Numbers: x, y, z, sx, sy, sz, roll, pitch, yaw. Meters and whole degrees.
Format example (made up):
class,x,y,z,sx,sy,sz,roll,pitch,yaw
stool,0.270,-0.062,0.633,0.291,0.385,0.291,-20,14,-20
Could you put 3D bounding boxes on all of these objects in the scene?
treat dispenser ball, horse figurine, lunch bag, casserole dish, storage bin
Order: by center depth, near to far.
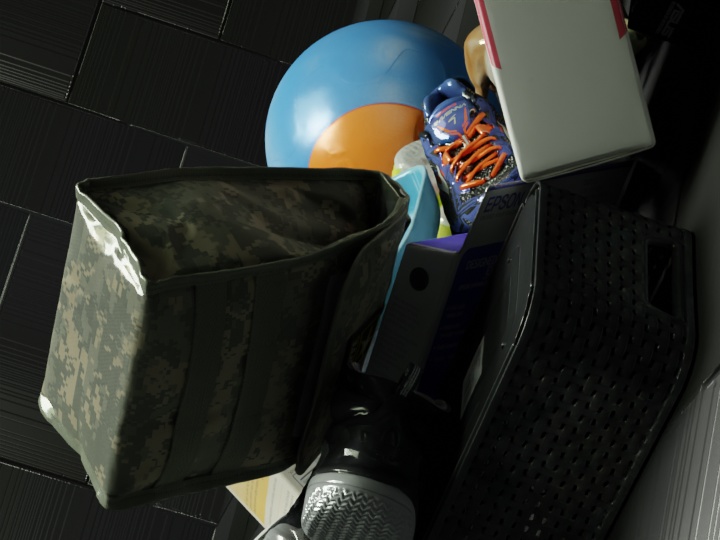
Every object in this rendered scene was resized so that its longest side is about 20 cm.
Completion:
class,x,y,z,sx,sy,sz,roll,pitch,yaw
storage bin,0.104,0.069,1.369,0.135,0.094,0.200,-82,12,-54
lunch bag,-0.065,0.031,1.406,0.118,0.200,0.164,50,137,40
casserole dish,0.000,0.000,1.583,0.121,0.039,0.200,-34,14,19
horse figurine,0.115,-0.126,1.697,0.200,0.050,0.133,-140,32,-62
treat dispenser ball,0.021,-0.108,2.068,0.201,0.200,0.201,-162,90,-84

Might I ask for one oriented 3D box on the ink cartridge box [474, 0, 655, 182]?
class,x,y,z,sx,sy,sz,roll,pitch,yaw
ink cartridge box,0.117,-0.142,1.485,0.200,0.083,0.147,-64,-41,-80

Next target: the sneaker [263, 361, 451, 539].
class,x,y,z,sx,sy,sz,roll,pitch,yaw
sneaker,0.000,0.121,1.401,0.200,0.075,0.114,122,170,-64

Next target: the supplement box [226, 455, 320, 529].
class,x,y,z,sx,sy,sz,roll,pitch,yaw
supplement box,-0.043,0.117,1.613,0.073,0.200,0.126,-40,-15,-19

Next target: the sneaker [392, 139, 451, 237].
class,x,y,z,sx,sy,sz,roll,pitch,yaw
sneaker,0.074,-0.014,1.735,0.200,0.076,0.105,-118,18,-56

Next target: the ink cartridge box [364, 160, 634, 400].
class,x,y,z,sx,sy,sz,roll,pitch,yaw
ink cartridge box,0.078,0.022,1.519,0.198,0.043,0.200,-11,-54,-58

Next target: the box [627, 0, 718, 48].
class,x,y,z,sx,sy,sz,roll,pitch,yaw
box,0.217,-0.260,1.505,0.160,0.043,0.200,115,170,-48

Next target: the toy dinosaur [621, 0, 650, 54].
class,x,y,z,sx,sy,sz,roll,pitch,yaw
toy dinosaur,0.167,-0.164,1.663,0.200,0.047,0.088,126,144,-73

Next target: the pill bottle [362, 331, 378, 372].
class,x,y,z,sx,sy,sz,roll,pitch,yaw
pill bottle,0.027,0.092,1.695,0.200,0.114,0.114,92,-169,-64

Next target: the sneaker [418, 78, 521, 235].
class,x,y,z,sx,sy,sz,roll,pitch,yaw
sneaker,0.071,-0.071,1.613,0.075,0.079,0.200,-33,18,1

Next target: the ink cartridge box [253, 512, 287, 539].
class,x,y,z,sx,sy,sz,roll,pitch,yaw
ink cartridge box,-0.008,0.256,1.593,0.050,0.200,0.161,-38,-6,-20
